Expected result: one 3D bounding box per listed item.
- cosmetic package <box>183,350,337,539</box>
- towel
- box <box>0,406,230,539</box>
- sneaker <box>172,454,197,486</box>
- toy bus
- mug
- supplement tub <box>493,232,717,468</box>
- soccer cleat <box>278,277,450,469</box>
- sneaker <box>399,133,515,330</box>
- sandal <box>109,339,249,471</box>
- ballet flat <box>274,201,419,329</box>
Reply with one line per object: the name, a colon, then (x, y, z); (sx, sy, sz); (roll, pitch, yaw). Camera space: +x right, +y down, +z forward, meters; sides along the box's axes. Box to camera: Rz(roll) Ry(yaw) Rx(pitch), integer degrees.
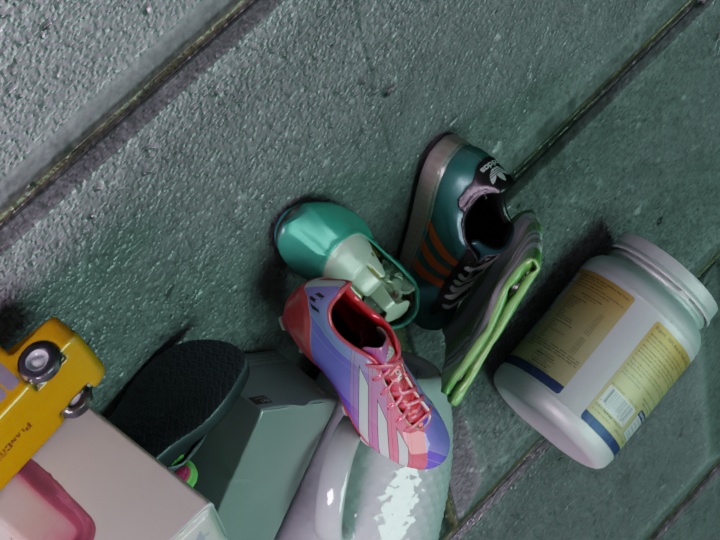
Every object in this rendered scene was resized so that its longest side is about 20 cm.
cosmetic package: (-0.111, 0.171, 1.805); (0.107, 0.090, 0.201); (-1, 118, -54)
towel: (0.110, 0.026, 1.896); (0.150, 0.031, 0.200); (-61, -178, 12)
box: (-0.194, 0.181, 1.572); (0.109, 0.200, 0.128); (-44, 147, -19)
sneaker: (-0.207, 0.216, 1.733); (0.200, 0.077, 0.084); (-44, 156, 2)
toy bus: (-0.271, 0.114, 1.515); (0.200, 0.078, 0.065); (-48, 147, -11)
mug: (0.002, 0.166, 1.877); (0.200, 0.147, 0.176); (-31, 135, -71)
supplement tub: (0.243, 0.077, 2.157); (0.200, 0.144, 0.144); (-49, 150, -8)
soccer cleat: (0.015, 0.085, 1.765); (0.200, 0.076, 0.067); (51, 53, -20)
sneaker: (0.086, -0.017, 1.894); (0.071, 0.080, 0.201); (-34, 145, -38)
sandal: (-0.163, 0.133, 1.696); (0.200, 0.076, 0.043); (-48, 150, -9)
ballet flat: (0.000, 0.000, 1.800); (0.067, 0.070, 0.200); (-51, 150, 1)
